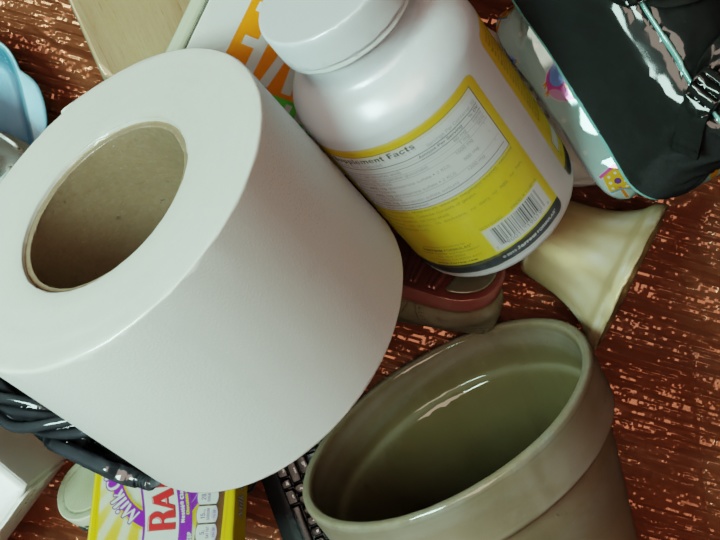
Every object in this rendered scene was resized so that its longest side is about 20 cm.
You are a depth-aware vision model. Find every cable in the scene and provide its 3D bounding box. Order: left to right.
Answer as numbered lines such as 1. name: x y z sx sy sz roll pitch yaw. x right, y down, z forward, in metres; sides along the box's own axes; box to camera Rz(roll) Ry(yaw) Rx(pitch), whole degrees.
1. cable: -0.165 0.045 0.757 0.200 0.051 0.163 19 72 29

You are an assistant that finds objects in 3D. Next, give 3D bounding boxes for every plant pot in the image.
1. plant pot: 0.093 0.156 0.731 0.200 0.200 0.174 -31 108 6

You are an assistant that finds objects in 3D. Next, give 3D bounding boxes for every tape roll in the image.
1. tape roll: -0.096 0.001 0.626 0.203 0.203 0.139 -39 131 6

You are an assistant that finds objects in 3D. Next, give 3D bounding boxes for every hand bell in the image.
1. hand bell: 0.089 -0.039 0.765 0.200 0.104 0.104 27 96 13

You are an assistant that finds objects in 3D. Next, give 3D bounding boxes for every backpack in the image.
1. backpack: 0.195 -0.150 0.697 0.200 0.153 0.176 -35 89 -31

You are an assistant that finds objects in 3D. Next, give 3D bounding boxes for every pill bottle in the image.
1. pill bottle: 0.033 -0.092 0.649 0.112 0.112 0.200 -38 132 6

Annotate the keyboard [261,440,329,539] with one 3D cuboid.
1. keyboard: 0.003 0.204 0.803 0.104 0.040 0.200 -21 93 6

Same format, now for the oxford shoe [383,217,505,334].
1. oxford shoe: 0.000 0.000 0.773 0.200 0.075 0.071 20 60 21

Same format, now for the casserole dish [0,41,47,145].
1. casserole dish: -0.309 -0.092 0.805 0.199 0.039 0.121 -12 93 4

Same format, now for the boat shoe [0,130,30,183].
1. boat shoe: -0.249 -0.061 0.748 0.201 0.072 0.070 29 97 1

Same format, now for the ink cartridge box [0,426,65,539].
1. ink cartridge box: -0.332 0.133 0.800 0.200 0.086 0.147 38 97 0

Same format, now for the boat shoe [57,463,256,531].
1. boat shoe: -0.106 0.134 0.795 0.199 0.075 0.066 -28 134 4

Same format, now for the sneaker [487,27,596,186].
1. sneaker: 0.088 -0.118 0.747 0.200 0.088 0.075 31 95 1

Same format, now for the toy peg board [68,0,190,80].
1. toy peg board: -0.114 -0.245 0.763 0.199 0.098 0.200 -24 93 -10

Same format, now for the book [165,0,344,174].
1. book: -0.034 -0.140 0.691 0.133 0.048 0.200 18 121 -24

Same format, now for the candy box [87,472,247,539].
1. candy box: -0.122 0.106 0.756 0.102 0.026 0.200 -9 62 17
